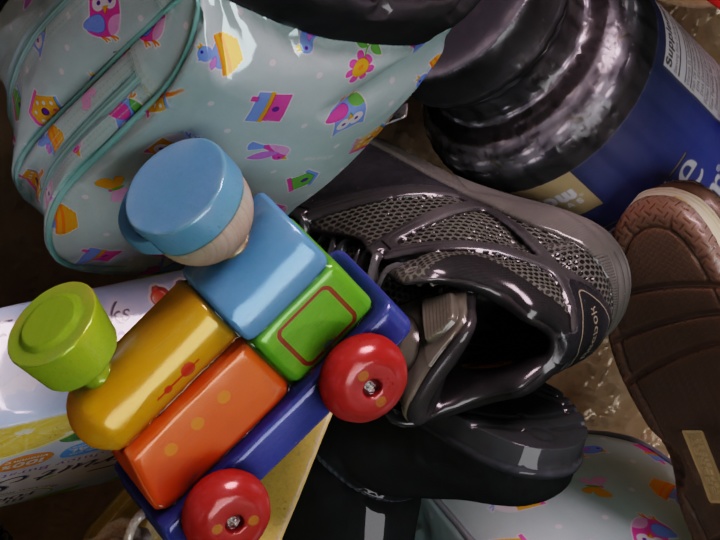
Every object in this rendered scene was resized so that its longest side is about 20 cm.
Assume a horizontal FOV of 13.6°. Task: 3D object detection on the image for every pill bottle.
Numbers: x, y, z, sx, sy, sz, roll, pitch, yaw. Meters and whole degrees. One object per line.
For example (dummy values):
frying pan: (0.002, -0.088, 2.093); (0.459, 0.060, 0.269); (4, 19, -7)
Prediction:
pill bottle: (0.097, -0.064, 1.276); (0.112, 0.112, 0.200); (-49, 129, 4)

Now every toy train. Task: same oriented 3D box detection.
toy train: (-0.087, 0.052, 1.089); (0.200, 0.085, 0.116); (-44, 129, -1)

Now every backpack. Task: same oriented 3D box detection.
backpack: (-0.060, -0.089, 1.130); (0.166, 0.127, 0.200); (12, 143, -37)
backpack: (0.101, 0.163, 1.373); (0.199, 0.176, 0.154); (2, 120, -35)

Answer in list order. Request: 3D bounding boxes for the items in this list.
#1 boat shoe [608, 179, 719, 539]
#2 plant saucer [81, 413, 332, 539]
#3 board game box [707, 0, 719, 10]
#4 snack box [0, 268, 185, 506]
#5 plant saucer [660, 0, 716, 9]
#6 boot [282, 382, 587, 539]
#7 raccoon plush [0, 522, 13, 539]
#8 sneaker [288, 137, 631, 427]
boat shoe: (0.157, 0.041, 1.275); (0.075, 0.074, 0.203); (-48, 133, -42)
plant saucer: (-0.093, 0.146, 1.197); (0.048, 0.201, 0.200); (28, 147, -10)
board game box: (0.172, -0.203, 1.167); (0.046, 0.151, 0.201); (10, 110, -34)
snack box: (-0.142, 0.056, 1.198); (0.199, 0.053, 0.142); (-12, 166, -24)
plant saucer: (0.162, -0.210, 1.277); (0.199, 0.035, 0.201); (-15, 123, -23)
boot: (0.010, 0.107, 1.276); (0.073, 0.198, 0.163); (1, 109, -38)
raccoon plush: (-0.222, 0.145, 1.233); (0.200, 0.097, 0.134); (28, 93, -38)
sneaker: (0.000, 0.000, 1.204); (0.114, 0.198, 0.077); (-43, 149, -62)
